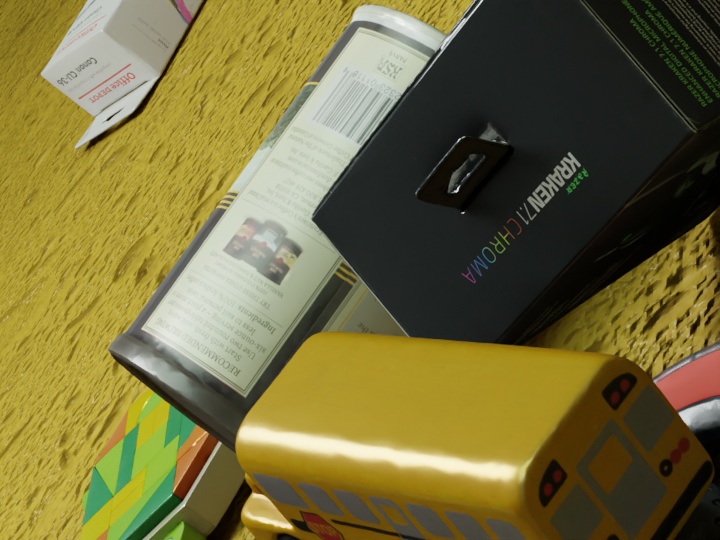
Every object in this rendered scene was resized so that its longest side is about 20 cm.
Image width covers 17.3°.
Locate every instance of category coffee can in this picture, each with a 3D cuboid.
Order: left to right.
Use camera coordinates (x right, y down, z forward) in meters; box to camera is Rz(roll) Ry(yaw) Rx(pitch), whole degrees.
[{"bbox_3d":[0.000,0.000,1.097,0.200,0.146,0.146,-54,19,-8],"label":"coffee can"}]

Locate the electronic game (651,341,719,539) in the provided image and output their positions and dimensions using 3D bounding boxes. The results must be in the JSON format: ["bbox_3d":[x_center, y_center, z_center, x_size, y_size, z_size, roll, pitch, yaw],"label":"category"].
[{"bbox_3d":[0.094,0.103,0.765,0.200,0.042,0.200,-45,20,21],"label":"electronic game"}]

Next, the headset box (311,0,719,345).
[{"bbox_3d":[0.098,-0.064,0.897,0.200,0.093,0.174,-31,-13,-42],"label":"headset box"}]

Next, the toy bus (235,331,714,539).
[{"bbox_3d":[0.025,0.067,0.782,0.065,0.078,0.200,-52,28,-22],"label":"toy bus"}]

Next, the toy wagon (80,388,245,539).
[{"bbox_3d":[-0.100,0.118,1.278,0.155,0.040,0.200,-44,20,23],"label":"toy wagon"}]

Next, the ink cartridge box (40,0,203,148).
[{"bbox_3d":[-0.202,-0.211,2.049,0.116,0.067,0.201,-27,31,51],"label":"ink cartridge box"}]

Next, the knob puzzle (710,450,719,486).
[{"bbox_3d":[0.143,0.094,0.779,0.220,0.030,0.220,-45,20,21],"label":"knob puzzle"}]
